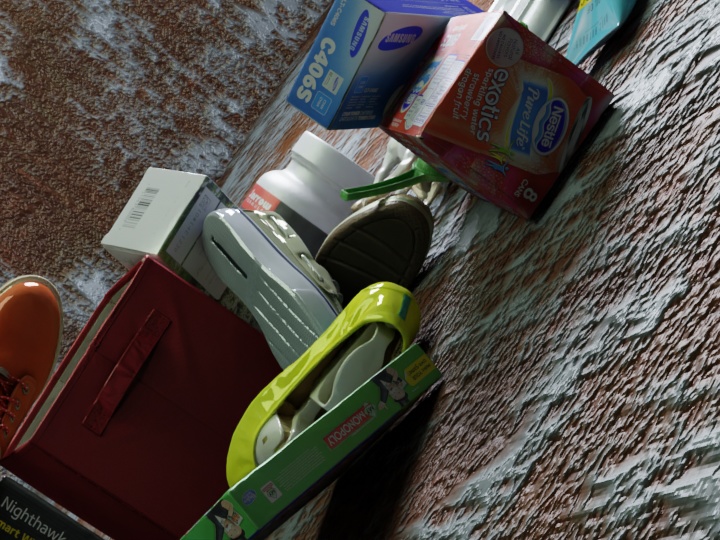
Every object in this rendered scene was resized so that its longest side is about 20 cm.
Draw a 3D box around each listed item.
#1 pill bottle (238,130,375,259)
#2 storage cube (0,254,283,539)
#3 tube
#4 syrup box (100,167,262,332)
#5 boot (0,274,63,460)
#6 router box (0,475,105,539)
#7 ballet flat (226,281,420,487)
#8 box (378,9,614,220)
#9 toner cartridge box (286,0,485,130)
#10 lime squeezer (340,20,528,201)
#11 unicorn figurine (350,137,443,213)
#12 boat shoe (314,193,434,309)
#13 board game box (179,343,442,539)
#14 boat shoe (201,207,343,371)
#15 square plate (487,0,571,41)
[{"bbox_3d":[-0.068,-0.017,1.551,0.201,0.115,0.116,-56,10,0],"label":"pill bottle"},{"bbox_3d":[-0.154,0.120,1.342,0.172,0.179,0.200,-59,10,-20],"label":"storage cube"},{"bbox_3d":[0.190,-0.226,1.222,0.202,0.050,0.078,-68,7,-29],"label":"tube"},{"bbox_3d":[-0.108,0.010,1.396,0.081,0.200,0.079,10,62,45],"label":"syrup box"},{"bbox_3d":[-0.280,0.097,1.320,0.202,0.074,0.107,-67,15,-10],"label":"boot"},{"bbox_3d":[-0.150,0.228,0.912,0.150,0.199,0.051,-61,10,-30],"label":"router box"},{"bbox_3d":[-0.029,0.093,1.171,0.201,0.067,0.067,-51,15,16],"label":"ballet flat"},{"bbox_3d":[0.086,-0.108,1.166,0.100,0.095,0.200,-54,9,1],"label":"box"},{"bbox_3d":[0.028,-0.157,1.273,0.199,0.043,0.096,-13,-46,-61],"label":"toner cartridge box"},{"bbox_3d":[0.068,-0.097,1.297,0.200,0.038,0.071,-43,-25,-16],"label":"lime squeezer"},{"bbox_3d":[0.043,-0.102,1.445,0.199,0.074,0.138,19,77,58],"label":"unicorn figurine"},{"bbox_3d":[0.000,0.000,1.336,0.200,0.072,0.076,-45,-2,41],"label":"boat shoe"},{"bbox_3d":[-0.044,0.128,1.027,0.200,0.029,0.135,-34,-9,-49],"label":"board game box"},{"bbox_3d":[-0.046,0.017,1.273,0.061,0.200,0.072,-15,-39,-32],"label":"boat shoe"},{"bbox_3d":[0.130,-0.208,1.478,0.201,0.028,0.198,-58,10,-9],"label":"square plate"}]
